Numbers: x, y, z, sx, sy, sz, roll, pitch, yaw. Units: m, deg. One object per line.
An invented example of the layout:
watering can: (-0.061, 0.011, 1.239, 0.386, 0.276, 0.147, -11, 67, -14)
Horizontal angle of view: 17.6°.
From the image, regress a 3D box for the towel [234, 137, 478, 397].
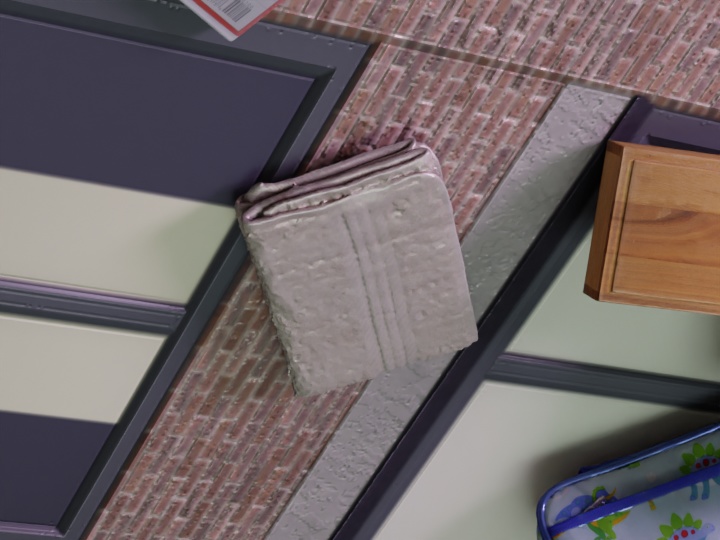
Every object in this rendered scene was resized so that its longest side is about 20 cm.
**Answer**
towel: (0.000, 0.000, 1.470, 0.132, 0.035, 0.201, -17, 140, -3)

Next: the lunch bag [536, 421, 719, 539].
lunch bag: (0.232, 0.202, 1.686, 0.199, 0.162, 0.083, -18, 161, -3)

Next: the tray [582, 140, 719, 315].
tray: (0.248, -0.020, 1.484, 0.198, 0.037, 0.099, 7, 98, -13)

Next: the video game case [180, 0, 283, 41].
video game case: (-0.037, -0.219, 1.228, 0.199, 0.018, 0.143, -36, 137, 17)
